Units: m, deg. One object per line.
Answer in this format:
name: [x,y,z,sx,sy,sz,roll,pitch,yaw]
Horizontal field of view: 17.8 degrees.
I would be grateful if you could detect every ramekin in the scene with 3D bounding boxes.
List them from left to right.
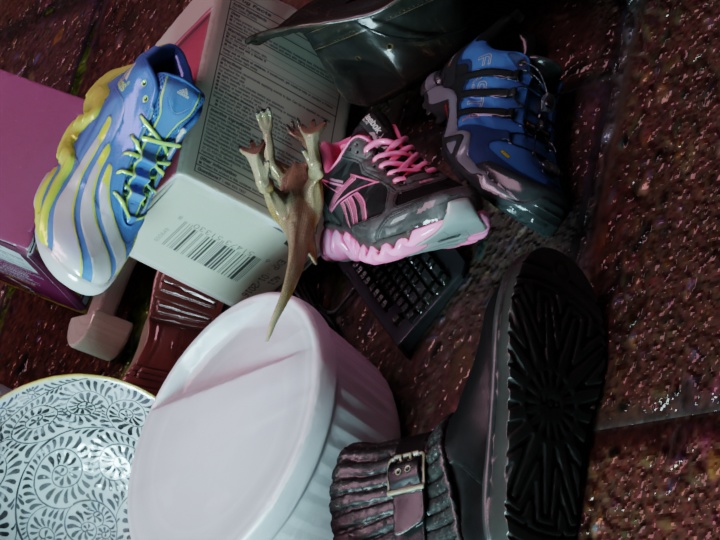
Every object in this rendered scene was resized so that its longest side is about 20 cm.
ramekin: [-0.059,0.124,1.522,0.202,0.094,0.204,-34,41,36]

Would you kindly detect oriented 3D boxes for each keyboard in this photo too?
keyboard: [0.000,0.000,1.606,0.127,0.021,0.200,-54,32,11]

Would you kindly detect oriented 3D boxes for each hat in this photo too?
hat: [0.023,-0.163,1.621,0.199,0.081,0.201,-19,11,4]

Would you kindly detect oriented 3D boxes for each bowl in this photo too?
bowl: [-0.201,0.177,1.631,0.094,0.199,0.202,142,152,-79]

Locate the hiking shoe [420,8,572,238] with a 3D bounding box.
hiking shoe: [0.097,-0.100,1.496,0.087,0.074,0.200,-50,34,17]

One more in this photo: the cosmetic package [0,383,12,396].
cosmetic package: [-0.357,0.150,1.800,0.166,0.199,0.165,-61,22,0]

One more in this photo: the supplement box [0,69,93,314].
supplement box: [-0.259,-0.061,1.841,0.200,0.103,0.132,69,-137,-73]

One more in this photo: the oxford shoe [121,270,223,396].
oxford shoe: [-0.142,0.081,1.719,0.075,0.070,0.201,113,177,-85]

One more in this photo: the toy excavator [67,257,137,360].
toy excavator: [-0.161,-0.049,1.819,0.200,0.099,0.196,-46,31,45]

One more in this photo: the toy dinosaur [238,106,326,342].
toy dinosaur: [-0.041,-0.044,1.509,0.058,0.102,0.200,-10,30,6]

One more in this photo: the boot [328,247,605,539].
boot: [0.059,0.096,1.391,0.157,0.079,0.213,-18,52,47]

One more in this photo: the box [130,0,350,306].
box: [-0.091,-0.093,1.681,0.109,0.127,0.201,-40,31,44]

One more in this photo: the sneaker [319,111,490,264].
sneaker: [0.018,-0.055,1.487,0.200,0.078,0.096,-178,79,-66]

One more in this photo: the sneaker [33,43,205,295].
sneaker: [-0.160,-0.081,1.553,0.105,0.075,0.201,-42,30,40]
